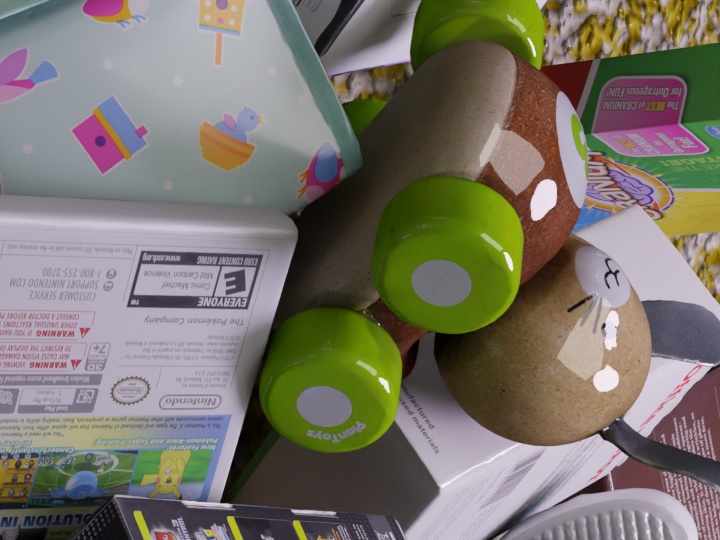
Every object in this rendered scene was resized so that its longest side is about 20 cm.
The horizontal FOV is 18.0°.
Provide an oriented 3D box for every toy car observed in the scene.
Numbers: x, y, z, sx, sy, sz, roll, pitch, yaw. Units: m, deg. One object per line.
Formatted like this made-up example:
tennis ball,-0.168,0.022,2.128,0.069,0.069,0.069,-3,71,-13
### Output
toy car,0.077,0.011,0.918,0.199,0.158,0.165,30,38,-17

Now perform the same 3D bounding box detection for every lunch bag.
lunch bag,-0.117,-0.092,0.871,0.170,0.122,0.201,-26,102,-14

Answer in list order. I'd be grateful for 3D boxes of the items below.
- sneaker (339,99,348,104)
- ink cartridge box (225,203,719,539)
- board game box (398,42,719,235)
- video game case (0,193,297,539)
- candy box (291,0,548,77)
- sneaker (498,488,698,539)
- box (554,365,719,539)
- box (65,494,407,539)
sneaker,0.000,0.000,1.061,0.085,0.075,0.200,-54,146,-19
ink cartridge box,0.057,0.067,1.052,0.199,0.146,0.085,-24,70,-38
board game box,0.139,-0.061,1.172,0.153,0.199,0.041,27,66,-47
video game case,-0.133,0.057,0.830,0.199,0.022,0.183,2,117,-33
candy box,-0.019,-0.186,1.001,0.200,0.072,0.167,50,35,17
sneaker,0.091,0.149,1.109,0.074,0.200,0.082,50,37,-5
box,0.165,0.114,1.294,0.200,0.075,0.101,-22,104,-53
box,-0.012,0.179,0.837,0.160,0.044,0.201,10,44,-47
